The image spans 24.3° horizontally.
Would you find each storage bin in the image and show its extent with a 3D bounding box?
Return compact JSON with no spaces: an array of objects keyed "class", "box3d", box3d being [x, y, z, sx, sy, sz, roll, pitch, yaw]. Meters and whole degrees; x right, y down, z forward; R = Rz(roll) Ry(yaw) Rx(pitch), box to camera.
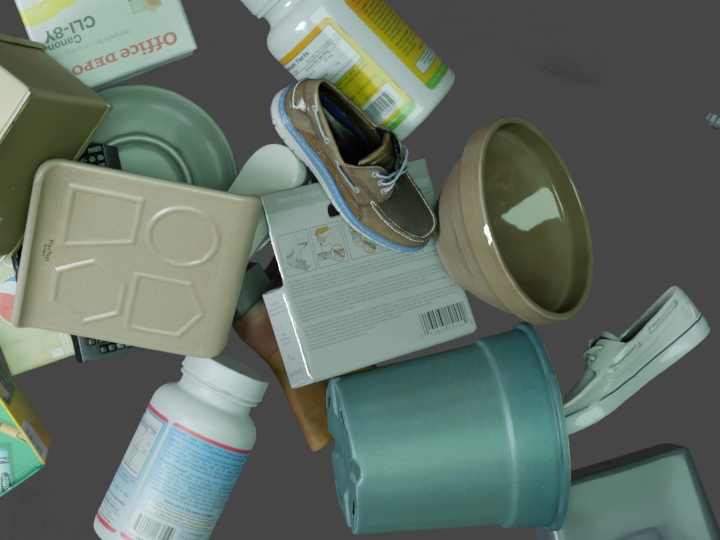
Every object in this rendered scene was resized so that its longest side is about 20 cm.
[{"class":"storage bin","box3d":[-0.327,-0.095,1.417,0.094,0.200,0.199,37,98,7]},{"class":"storage bin","box3d":[0.262,0.257,1.657,0.199,0.146,0.135,-17,88,-6]}]

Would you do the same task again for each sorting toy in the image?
[{"class":"sorting toy","box3d":[-0.201,-0.011,1.495,0.199,0.037,0.186,8,126,-13]}]

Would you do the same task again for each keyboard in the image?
[{"class":"keyboard","box3d":[-0.268,-0.014,1.545,0.127,0.021,0.201,-12,96,-15]}]

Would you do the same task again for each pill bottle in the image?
[{"class":"pill bottle","box3d":[-0.167,0.178,1.596,0.108,0.109,0.201,26,93,-10]},{"class":"pill bottle","box3d":[-0.016,-0.214,1.570,0.111,0.111,0.200,-45,100,-1]}]

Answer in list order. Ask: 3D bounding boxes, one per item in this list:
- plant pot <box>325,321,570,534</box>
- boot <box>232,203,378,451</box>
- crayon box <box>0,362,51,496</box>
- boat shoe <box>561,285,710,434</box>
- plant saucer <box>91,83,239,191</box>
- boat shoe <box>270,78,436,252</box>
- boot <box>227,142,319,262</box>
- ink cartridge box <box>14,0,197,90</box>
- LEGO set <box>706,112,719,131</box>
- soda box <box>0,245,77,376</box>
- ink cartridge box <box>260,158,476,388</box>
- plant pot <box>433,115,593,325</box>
[{"class":"plant pot","box3d":[0.076,0.162,1.577,0.195,0.200,0.201,-8,98,-9]},{"class":"boot","box3d":[-0.018,0.049,1.625,0.188,0.068,0.200,-37,106,-13]},{"class":"crayon box","box3d":[-0.368,0.103,1.555,0.058,0.119,0.200,-33,99,-3]},{"class":"boat shoe","box3d":[0.254,0.090,1.669,0.200,0.074,0.065,-36,95,-13]},{"class":"plant saucer","box3d":[-0.213,-0.076,1.590,0.199,0.050,0.201,-1,97,-8]},{"class":"boat shoe","box3d":[0.004,-0.094,1.525,0.200,0.072,0.072,43,58,-18]},{"class":"boot","box3d":[-0.113,-0.032,1.584,0.200,0.090,0.073,-45,74,9]},{"class":"ink cartridge box","box3d":[-0.250,-0.272,1.545,0.145,0.083,0.201,-21,99,-4]},{"class":"LEGO set","box3d":[0.439,-0.170,1.657,0.154,0.116,0.200,23,98,-39]},{"class":"soda box","box3d":[-0.330,-0.008,1.575,0.068,0.064,0.201,-19,99,-5]},{"class":"ink cartridge box","box3d":[0.000,0.000,1.571,0.199,0.045,0.177,-15,86,-35]},{"class":"plant pot","box3d":[0.134,-0.039,1.599,0.092,0.201,0.201,-18,101,35]}]
